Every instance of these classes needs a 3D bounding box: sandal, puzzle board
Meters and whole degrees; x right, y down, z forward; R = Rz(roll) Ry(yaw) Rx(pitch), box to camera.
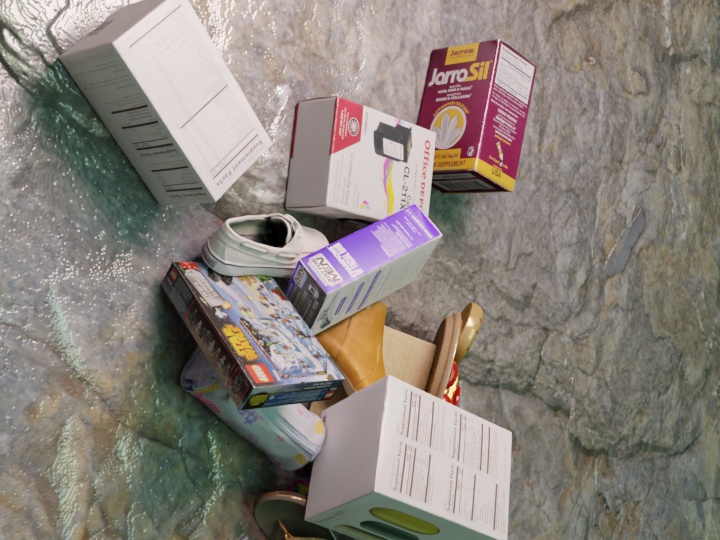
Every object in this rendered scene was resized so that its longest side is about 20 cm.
[{"bbox_3d":[-0.060,0.358,1.201,0.201,0.082,0.055,60,13,-6],"label":"sandal"},{"bbox_3d":[0.011,0.171,1.327,0.150,0.017,0.201,21,71,-14],"label":"puzzle board"}]

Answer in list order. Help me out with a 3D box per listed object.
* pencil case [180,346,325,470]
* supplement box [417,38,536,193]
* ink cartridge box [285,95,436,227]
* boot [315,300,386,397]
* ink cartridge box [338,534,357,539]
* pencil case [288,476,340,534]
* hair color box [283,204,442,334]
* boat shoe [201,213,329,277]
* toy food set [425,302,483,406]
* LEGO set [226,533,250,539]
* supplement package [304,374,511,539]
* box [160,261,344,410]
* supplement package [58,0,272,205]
[{"bbox_3d":[-0.126,0.161,1.180,0.200,0.090,0.083,50,58,-36],"label":"pencil case"},{"bbox_3d":[0.165,-0.222,1.437,0.103,0.131,0.201,22,75,-44],"label":"supplement box"},{"bbox_3d":[0.005,-0.137,1.309,0.199,0.083,0.147,10,83,-45],"label":"ink cartridge box"},{"bbox_3d":[0.015,0.113,1.297,0.201,0.071,0.144,29,67,-12],"label":"boot"},{"bbox_3d":[0.014,0.469,1.341,0.146,0.085,0.200,-54,125,-29],"label":"ink cartridge box"},{"bbox_3d":[-0.013,0.307,1.311,0.200,0.088,0.089,3,90,-47],"label":"pencil case"},{"bbox_3d":[0.000,0.000,1.246,0.200,0.109,0.065,-29,69,-35],"label":"hair color box"},{"bbox_3d":[-0.103,-0.039,1.192,0.199,0.066,0.072,0,49,-46],"label":"boat shoe"},{"bbox_3d":[0.119,0.152,1.391,0.048,0.198,0.201,17,60,-1],"label":"toy food set"},{"bbox_3d":[-0.142,0.418,1.181,0.154,0.116,0.200,-44,137,-13],"label":"LEGO set"},{"bbox_3d":[0.062,0.253,1.208,0.199,0.152,0.151,27,52,-25],"label":"supplement package"},{"bbox_3d":[-0.125,0.070,1.117,0.137,0.200,0.040,2,131,-46],"label":"box"},{"bbox_3d":[-0.209,-0.183,1.065,0.114,0.109,0.200,-50,124,-33],"label":"supplement package"}]
